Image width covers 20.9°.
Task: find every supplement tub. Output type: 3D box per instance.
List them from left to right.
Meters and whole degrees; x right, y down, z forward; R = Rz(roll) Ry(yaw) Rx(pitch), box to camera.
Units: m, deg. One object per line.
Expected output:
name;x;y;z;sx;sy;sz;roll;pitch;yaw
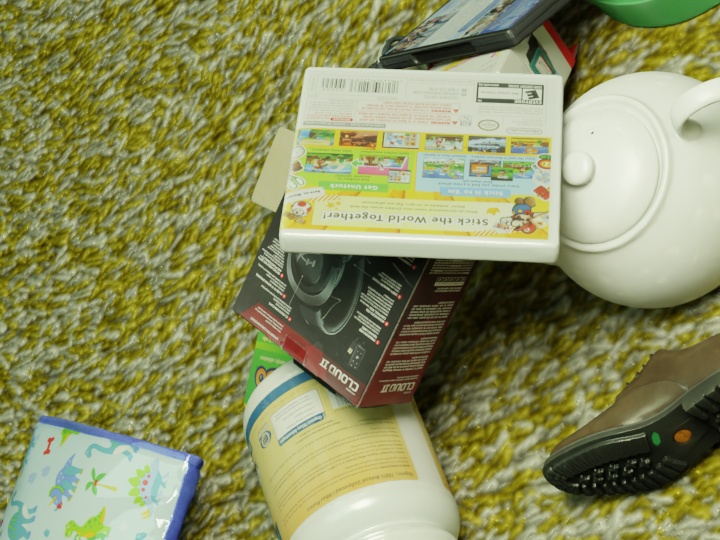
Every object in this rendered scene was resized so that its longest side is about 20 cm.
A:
supplement tub;-0.004;0.177;1.573;0.145;0.145;0.200;-38;49;21

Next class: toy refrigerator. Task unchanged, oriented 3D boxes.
toy refrigerator;-0.001;-0.060;1.736;0.200;0.070;0.076;24;94;45

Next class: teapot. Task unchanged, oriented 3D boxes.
teapot;0.207;-0.069;1.487;0.197;0.146;0.201;23;96;39

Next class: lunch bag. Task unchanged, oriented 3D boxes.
lunch bag;-0.227;0.233;1.753;0.200;0.127;0.171;3;72;52

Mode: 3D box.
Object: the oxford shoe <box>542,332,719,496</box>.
oxford shoe;0.224;0.108;1.473;0.200;0.073;0.085;-30;37;25

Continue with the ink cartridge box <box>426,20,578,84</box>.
ink cartridge box;0.105;-0.150;1.614;0.116;0.067;0.200;-29;16;27

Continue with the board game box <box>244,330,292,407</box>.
board game box;-0.050;0.049;1.714;0.095;0.030;0.201;31;112;45

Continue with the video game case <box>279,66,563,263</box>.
video game case;0.048;-0.081;1.438;0.199;0.023;0.182;3;47;4

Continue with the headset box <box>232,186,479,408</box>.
headset box;0.000;0.000;1.516;0.149;0.077;0.200;35;111;31

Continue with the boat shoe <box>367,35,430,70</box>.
boat shoe;0.042;-0.140;1.699;0.060;0.075;0.200;-66;27;27

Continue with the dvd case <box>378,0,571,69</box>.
dvd case;0.116;-0.220;1.633;0.143;0.018;0.200;-41;19;-24

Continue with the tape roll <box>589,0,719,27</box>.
tape roll;0.257;-0.305;1.640;0.200;0.048;0.201;-18;59;34
